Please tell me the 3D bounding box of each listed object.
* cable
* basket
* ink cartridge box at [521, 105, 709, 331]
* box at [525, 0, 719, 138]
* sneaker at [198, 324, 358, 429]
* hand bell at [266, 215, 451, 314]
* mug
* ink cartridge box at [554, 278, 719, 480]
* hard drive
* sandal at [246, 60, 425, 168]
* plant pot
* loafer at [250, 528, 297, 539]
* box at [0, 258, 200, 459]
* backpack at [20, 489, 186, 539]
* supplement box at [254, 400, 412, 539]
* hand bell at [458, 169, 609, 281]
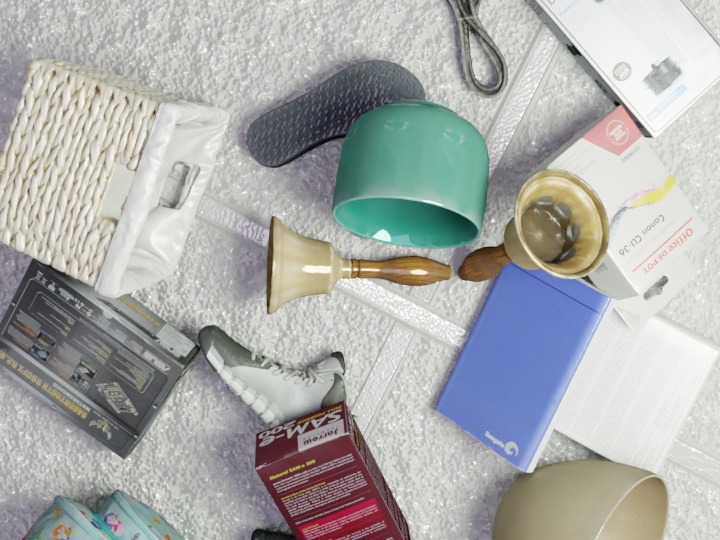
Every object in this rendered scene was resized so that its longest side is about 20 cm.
[{"bbox_3d":[0.108,-0.280,1.183,0.096,0.050,0.203,-2,97,6],"label":"cable"},{"bbox_3d":[-0.255,-0.100,1.167,0.159,0.200,0.200,23,99,7],"label":"basket"},{"bbox_3d":[0.274,-0.051,1.174,0.116,0.067,0.201,-38,94,-19],"label":"ink cartridge box"},{"bbox_3d":[0.274,-0.248,1.171,0.116,0.060,0.200,-40,93,8],"label":"box"},{"bbox_3d":[-0.078,0.110,1.249,0.115,0.075,0.200,-40,104,4],"label":"sneaker"},{"bbox_3d":[0.000,0.000,1.226,0.197,0.104,0.106,3,99,-8],"label":"hand bell"},{"bbox_3d":[0.040,-0.099,1.148,0.183,0.152,0.116,-1,72,32],"label":"mug"},{"bbox_3d":[0.264,0.108,1.236,0.198,0.050,0.162,28,100,11],"label":"ink cartridge box"},{"bbox_3d":[0.171,0.091,1.210,0.131,0.025,0.202,32,102,36],"label":"hard drive"},{"bbox_3d":[-0.027,-0.169,1.219,0.198,0.043,0.077,-17,88,12],"label":"sandal"},{"bbox_3d":[0.218,0.281,1.202,0.134,0.199,0.203,22,101,37],"label":"plant pot"},{"bbox_3d":[-0.094,0.395,1.286,0.071,0.073,0.203,4,100,-1],"label":"loafer"},{"bbox_3d":[-0.294,0.089,1.243,0.199,0.048,0.159,35,120,-1],"label":"box"},{"bbox_3d":[-0.269,0.324,1.238,0.199,0.178,0.151,34,77,4],"label":"backpack"},{"bbox_3d":[-0.026,0.247,1.227,0.108,0.061,0.201,-21,120,6],"label":"supplement box"},{"bbox_3d":[0.151,-0.019,1.151,0.103,0.200,0.106,7,73,-22],"label":"hand bell"}]
